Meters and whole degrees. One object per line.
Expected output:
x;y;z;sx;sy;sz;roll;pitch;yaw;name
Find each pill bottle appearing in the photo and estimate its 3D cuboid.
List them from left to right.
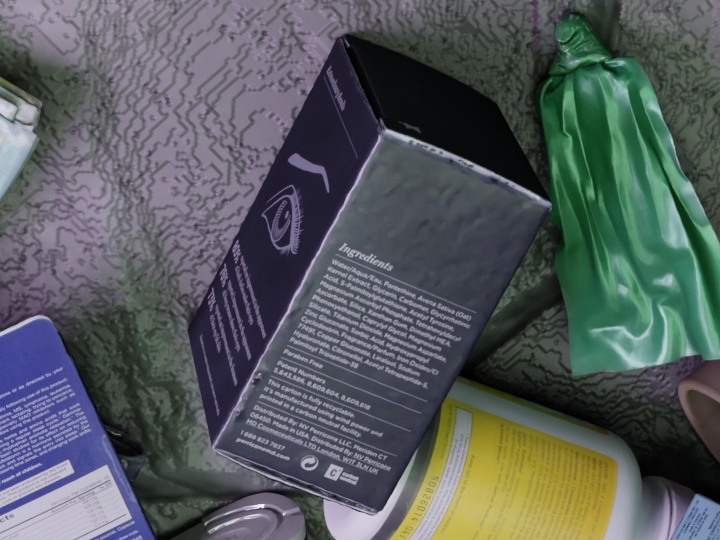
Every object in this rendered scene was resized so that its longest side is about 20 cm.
0.088;0.130;1.515;0.199;0.112;0.112;21;110;-17;pill bottle

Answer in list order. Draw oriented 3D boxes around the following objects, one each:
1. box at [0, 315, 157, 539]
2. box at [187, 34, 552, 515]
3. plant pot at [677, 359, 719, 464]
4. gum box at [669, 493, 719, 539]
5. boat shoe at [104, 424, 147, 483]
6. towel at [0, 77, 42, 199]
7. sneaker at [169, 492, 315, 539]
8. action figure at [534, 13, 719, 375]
-0.189;0.112;1.432;0.121;0.032;0.200;-25;129;-7;box
0.000;0.000;1.421;0.104;0.148;0.200;23;110;-18;box
0.306;0.079;1.501;0.173;0.200;0.200;-44;115;-7;plant pot
0.269;0.213;1.471;0.045;0.199;0.170;-57;155;-20;gum box
-0.209;0.079;1.467;0.200;0.072;0.068;28;109;-23;boat shoe
-0.281;-0.045;1.380;0.171;0.048;0.200;34;90;-12;towel
-0.111;0.205;1.544;0.199;0.077;0.081;-21;126;2;sneaker
0.144;-0.046;1.467;0.118;0.055;0.201;-12;106;23;action figure
